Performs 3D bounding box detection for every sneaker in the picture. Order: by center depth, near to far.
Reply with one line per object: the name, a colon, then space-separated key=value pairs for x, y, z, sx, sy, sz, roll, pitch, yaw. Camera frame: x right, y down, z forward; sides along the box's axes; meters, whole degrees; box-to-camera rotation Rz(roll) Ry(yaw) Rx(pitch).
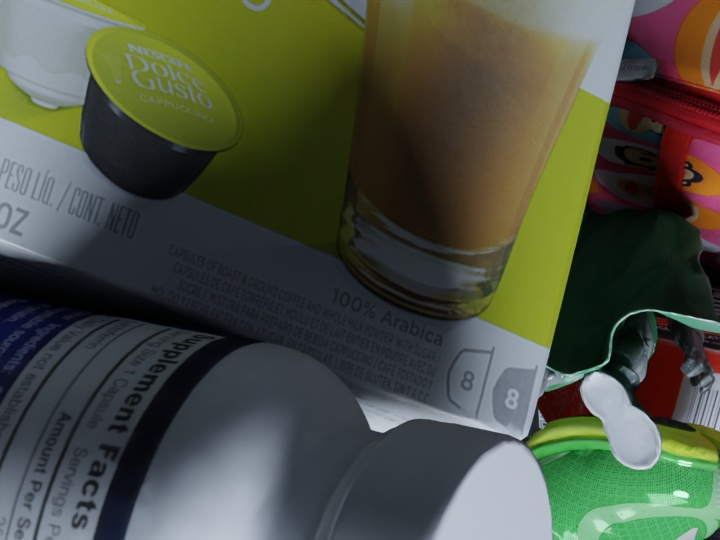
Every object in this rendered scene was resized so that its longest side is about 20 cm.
sneaker: x=0.064 y=0.108 z=0.881 sx=0.074 sy=0.084 sz=0.200 roll=12 pitch=146 yaw=-28

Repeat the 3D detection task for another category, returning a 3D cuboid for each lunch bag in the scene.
lunch bag: x=0.136 y=-0.049 z=0.901 sx=0.176 sy=0.082 sz=0.200 roll=19 pitch=171 yaw=9

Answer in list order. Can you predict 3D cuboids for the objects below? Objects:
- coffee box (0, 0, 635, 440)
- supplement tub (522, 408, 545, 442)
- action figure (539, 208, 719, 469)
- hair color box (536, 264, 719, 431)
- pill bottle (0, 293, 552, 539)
coffee box: x=-0.065 y=-0.074 z=0.734 sx=0.199 sy=0.198 sz=0.200 roll=23 pitch=164 yaw=-29
supplement tub: x=0.068 y=0.034 z=1.261 sx=0.200 sy=0.123 sz=0.123 roll=10 pitch=167 yaw=27
action figure: x=0.070 y=0.015 z=0.837 sx=0.118 sy=0.055 sz=0.200 roll=-10 pitch=-167 yaw=13
hair color box: x=0.113 y=0.023 z=1.001 sx=0.101 sy=0.061 sz=0.200 roll=11 pitch=-164 yaw=-12
pill bottle: x=-0.063 y=0.067 z=0.628 sx=0.200 sy=0.116 sz=0.116 roll=10 pitch=167 yaw=22
